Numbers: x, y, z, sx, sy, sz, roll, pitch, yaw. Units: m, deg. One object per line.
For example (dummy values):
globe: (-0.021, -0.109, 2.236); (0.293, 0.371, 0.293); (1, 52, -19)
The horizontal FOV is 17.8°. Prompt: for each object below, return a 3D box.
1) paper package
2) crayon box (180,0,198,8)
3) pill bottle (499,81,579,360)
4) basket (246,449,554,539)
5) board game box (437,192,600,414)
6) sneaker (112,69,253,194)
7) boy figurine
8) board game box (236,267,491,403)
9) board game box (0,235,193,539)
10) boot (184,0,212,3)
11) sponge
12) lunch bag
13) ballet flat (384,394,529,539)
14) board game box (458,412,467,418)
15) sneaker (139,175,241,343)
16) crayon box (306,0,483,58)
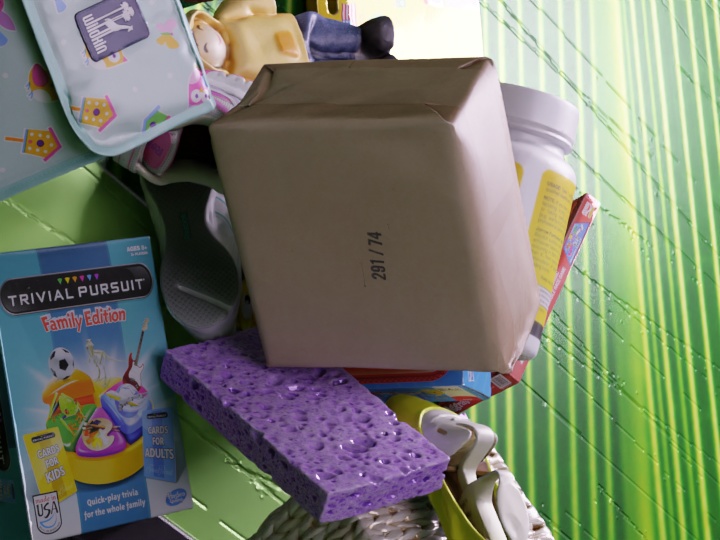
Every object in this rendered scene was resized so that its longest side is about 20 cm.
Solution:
paper package: (0.012, -0.036, 1.589); (0.104, 0.190, 0.200); (-57, 140, -54)
crayon box: (-0.116, -0.299, 1.771); (0.200, 0.058, 0.119); (-48, 116, -40)
pill bottle: (0.104, -0.038, 1.788); (0.114, 0.114, 0.201); (21, 79, -42)
basket: (0.022, 0.239, 1.679); (0.198, 0.200, 0.161); (-5, 56, -47)
board game box: (0.135, 0.028, 1.940); (0.019, 0.103, 0.200); (38, 55, -15)
sneaker: (-0.154, -0.113, 1.626); (0.199, 0.081, 0.088); (16, 32, -11)
boy figurine: (-0.069, -0.170, 1.749); (0.200, 0.064, 0.125); (3, 73, -34)
board game box: (0.000, 0.000, 1.729); (0.056, 0.199, 0.196); (31, 59, -62)
board game box: (-0.201, 0.083, 1.615); (0.151, 0.047, 0.201); (-8, 89, -47)
boot: (-0.089, -0.290, 1.703); (0.200, 0.072, 0.155); (-34, 109, -50)
sponge: (-0.041, 0.102, 1.609); (0.111, 0.200, 0.030); (-12, 126, -37)
lunch bag: (-0.211, -0.149, 1.528); (0.122, 0.199, 0.171); (-74, 144, -74)
ballet flat: (0.077, 0.149, 1.607); (0.067, 0.067, 0.200); (7, 42, -34)
board game box: (0.085, 0.218, 1.855); (0.120, 0.032, 0.200); (-10, 68, -51)
sneaker: (-0.124, -0.035, 1.713); (0.080, 0.070, 0.201); (80, 5, -65)
crayon box: (0.017, -0.227, 1.903); (0.200, 0.051, 0.127); (2, 81, -47)
